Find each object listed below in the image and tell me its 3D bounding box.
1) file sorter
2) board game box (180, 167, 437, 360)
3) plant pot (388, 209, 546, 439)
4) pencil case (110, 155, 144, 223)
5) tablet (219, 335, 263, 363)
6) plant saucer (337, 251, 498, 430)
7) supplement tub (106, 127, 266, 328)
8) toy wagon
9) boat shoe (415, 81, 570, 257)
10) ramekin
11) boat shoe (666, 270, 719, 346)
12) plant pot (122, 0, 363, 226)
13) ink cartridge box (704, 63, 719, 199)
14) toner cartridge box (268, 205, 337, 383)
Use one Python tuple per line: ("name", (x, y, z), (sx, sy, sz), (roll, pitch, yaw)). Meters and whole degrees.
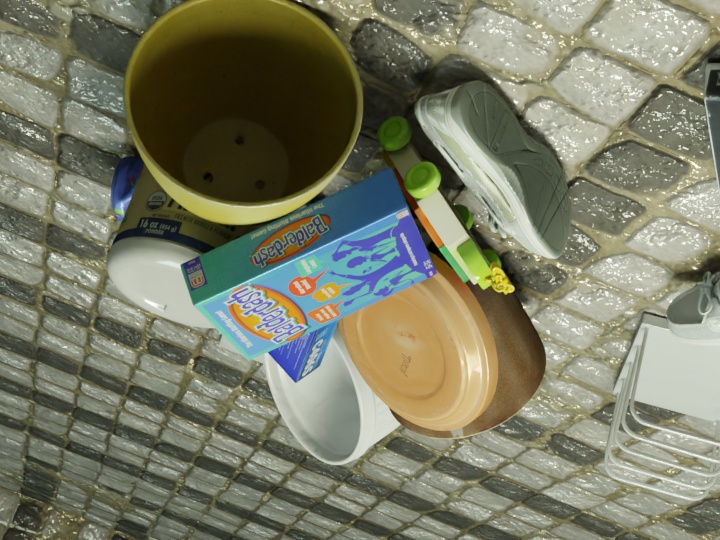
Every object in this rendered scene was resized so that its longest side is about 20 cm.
("file sorter", (0.356, 0.162, 1.374), (0.137, 0.126, 0.201), (15, 154, 9))
("board game box", (-0.040, -0.001, 1.078), (0.198, 0.045, 0.152), (-24, 155, 4))
("plant pot", (0.084, 0.039, 1.293), (0.185, 0.188, 0.202), (2, 133, 31))
("pencil case", (-0.177, -0.068, 1.333), (0.197, 0.088, 0.078), (11, 169, 17))
("tablet", (-0.100, 0.119, 1.718), (0.198, 0.014, 0.130), (21, 153, -5))
("plant saucer", (0.048, 0.068, 1.203), (0.199, 0.032, 0.203), (27, 132, 35))
("supplement tub", (-0.150, -0.062, 1.194), (0.142, 0.202, 0.145), (13, 154, 7))
("toy wagon", (0.079, -0.047, 1.115), (0.039, 0.201, 0.155), (-33, 137, 7))
("boat shoe", (0.125, -0.087, 1.101), (0.064, 0.075, 0.202), (-1, 144, 45))
("ramekin", (-0.021, 0.121, 1.479), (0.199, 0.104, 0.203), (30, 131, 42))
("boat shoe", (0.371, 0.016, 1.153), (0.065, 0.075, 0.201), (41, 143, -27))
("plant pot", (-0.105, -0.119, 1.067), (0.197, 0.202, 0.142), (19, 157, -1))
("ink cartridge box", (0.383, -0.088, 0.976), (0.195, 0.044, 0.200), (4, 151, 26))
("toner cartridge box", (-0.066, 0.029, 1.343), (0.095, 0.043, 0.201), (45, 143, 17))
